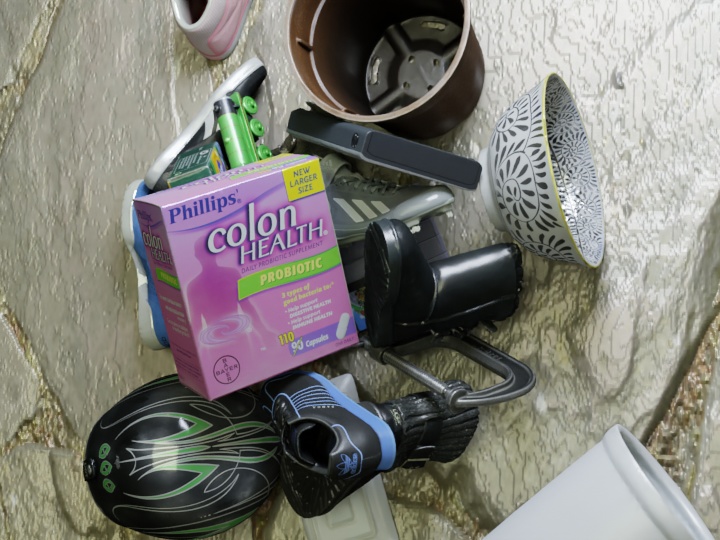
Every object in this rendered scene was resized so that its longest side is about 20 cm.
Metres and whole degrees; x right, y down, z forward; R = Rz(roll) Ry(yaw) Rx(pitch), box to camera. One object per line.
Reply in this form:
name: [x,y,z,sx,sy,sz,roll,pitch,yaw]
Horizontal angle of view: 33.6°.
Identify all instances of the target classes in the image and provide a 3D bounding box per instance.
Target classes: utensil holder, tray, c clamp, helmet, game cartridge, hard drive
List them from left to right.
helmet: [-0.187,0.204,1.320,0.189,0.199,0.203,-15,78,33]
tray: [-0.033,0.227,1.344,0.106,0.022,0.203,-20,78,14]
game cartridge: [0.000,0.000,1.340,0.198,0.038,0.131,-23,89,14]
hard drive: [0.021,-0.130,1.255,0.200,0.138,0.033,29,105,62]
c clamp: [0.076,0.103,1.247,0.199,0.169,0.027,23,120,44]
utensil holder: [0.231,0.282,1.177,0.200,0.170,0.171,-42,73,12]

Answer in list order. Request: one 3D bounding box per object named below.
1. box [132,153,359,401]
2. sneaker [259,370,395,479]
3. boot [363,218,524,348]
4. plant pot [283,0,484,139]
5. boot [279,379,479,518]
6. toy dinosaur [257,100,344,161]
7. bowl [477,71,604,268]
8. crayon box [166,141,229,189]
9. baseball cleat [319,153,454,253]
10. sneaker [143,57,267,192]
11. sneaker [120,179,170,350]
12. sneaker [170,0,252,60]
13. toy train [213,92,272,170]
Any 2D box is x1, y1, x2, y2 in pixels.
box: [-0.114,0.002,1.216,0.174,0.096,0.203,-19,105,-24]
sneaker: [-0.053,0.150,1.180,0.199,0.077,0.071,19,108,49]
boot: [0.087,0.004,1.212,0.160,0.199,0.074,-12,55,-10]
plant pot: [0.043,-0.237,1.284,0.197,0.198,0.204,-2,83,17]
boot: [0.021,0.193,1.281,0.211,0.156,0.080,-41,66,46]
toy dinosaur: [-0.054,-0.117,1.366,0.101,0.077,0.203,-16,74,29]
bowl: [0.179,-0.092,1.228,0.093,0.200,0.204,-13,79,24]
crayon box: [-0.148,-0.030,1.323,0.051,0.126,0.202,-18,108,4]
baseball cleat: [0.004,-0.079,1.251,0.198,0.069,0.108,-17,92,35]
sneaker: [-0.152,-0.144,1.413,0.112,0.073,0.201,40,84,-4]
sneaker: [-0.212,-0.014,1.402,0.110,0.077,0.203,-10,84,23]
sneaker: [-0.168,-0.361,1.419,0.074,0.105,0.203,14,87,21]
toy train: [-0.121,-0.108,1.330,0.041,0.056,0.202,-28,73,35]
